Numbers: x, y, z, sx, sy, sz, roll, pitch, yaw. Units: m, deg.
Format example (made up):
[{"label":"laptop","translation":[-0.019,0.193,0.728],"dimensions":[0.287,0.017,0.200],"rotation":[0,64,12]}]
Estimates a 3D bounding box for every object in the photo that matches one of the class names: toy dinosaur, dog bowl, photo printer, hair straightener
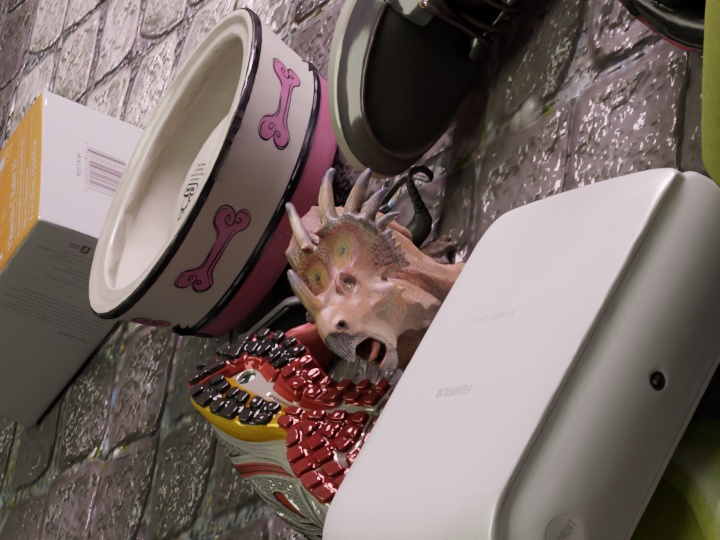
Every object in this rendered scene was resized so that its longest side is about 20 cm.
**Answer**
[{"label":"toy dinosaur","translation":[0.000,0.000,1.029],"dimensions":[0.200,0.135,0.087],"rotation":[16,85,63]},{"label":"dog bowl","translation":[-0.083,-0.050,1.256],"dimensions":[0.200,0.073,0.201],"rotation":[-51,23,32]},{"label":"photo printer","translation":[0.067,0.061,0.873],"dimensions":[0.201,0.069,0.166],"rotation":[-59,18,-19]},{"label":"hair straightener","translation":[-0.022,0.004,1.169],"dimensions":[0.200,0.041,0.077],"rotation":[-50,33,32]}]

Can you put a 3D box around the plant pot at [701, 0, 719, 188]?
[{"label":"plant pot","translation":[0.195,-0.112,0.731],"dimensions":[0.188,0.185,0.201],"rotation":[-115,38,-54]}]

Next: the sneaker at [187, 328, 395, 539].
[{"label":"sneaker","translation":[-0.005,0.097,1.053],"dimensions":[0.078,0.083,0.200],"rotation":[-36,36,-19]}]

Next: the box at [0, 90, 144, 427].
[{"label":"box","translation":[-0.227,-0.005,1.492],"dimensions":[0.200,0.097,0.125],"rotation":[-48,34,36]}]

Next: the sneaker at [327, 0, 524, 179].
[{"label":"sneaker","translation":[0.053,-0.143,1.086],"dimensions":[0.106,0.074,0.202],"rotation":[2,68,61]}]

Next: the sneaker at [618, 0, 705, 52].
[{"label":"sneaker","translation":[0.146,-0.128,0.891],"dimensions":[0.071,0.097,0.200],"rotation":[-67,26,8]}]

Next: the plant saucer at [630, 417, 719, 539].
[{"label":"plant saucer","translation":[0.103,0.152,0.850],"dimensions":[0.200,0.031,0.202],"rotation":[-41,38,44]}]
